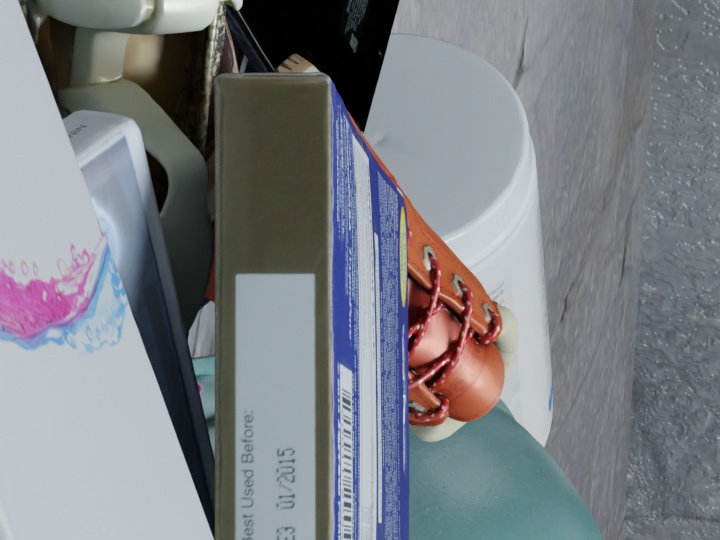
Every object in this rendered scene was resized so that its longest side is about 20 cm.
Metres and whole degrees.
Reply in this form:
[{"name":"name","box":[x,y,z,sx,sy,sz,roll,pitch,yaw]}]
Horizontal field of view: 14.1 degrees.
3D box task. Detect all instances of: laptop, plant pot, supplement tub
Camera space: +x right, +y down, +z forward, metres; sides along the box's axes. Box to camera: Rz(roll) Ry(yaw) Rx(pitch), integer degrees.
[{"name":"laptop","box":[-0.046,-0.113,1.111,0.200,0.115,0.188,58,36,-43]},{"name":"plant pot","box":[0.034,0.161,1.206,0.200,0.134,0.201,-33,144,-28]},{"name":"supplement tub","box":[0.017,0.008,1.284,0.200,0.131,0.132,82,18,-49]}]

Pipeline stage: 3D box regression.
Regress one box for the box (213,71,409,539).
[{"name":"box","box":[-0.010,0.028,0.725,0.200,0.032,0.122,43,46,-81]}]

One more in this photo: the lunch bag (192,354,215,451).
[{"name":"lunch bag","box":[-0.063,0.148,0.997,0.171,0.121,0.201,72,21,-64]}]

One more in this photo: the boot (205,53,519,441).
[{"name":"boot","box":[0.000,0.000,0.882,0.075,0.107,0.200,-51,168,0]}]

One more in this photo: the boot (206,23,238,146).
[{"name":"boot","box":[-0.074,-0.075,0.848,0.166,0.072,0.201,-114,-171,-69]}]

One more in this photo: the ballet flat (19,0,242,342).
[{"name":"ballet flat","box":[-0.057,-0.040,0.696,0.075,0.068,0.201,28,-61,58]}]

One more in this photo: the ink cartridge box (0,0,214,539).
[{"name":"ink cartridge box","box":[-0.113,0.028,0.463,0.085,0.144,0.201,-32,101,-75]}]

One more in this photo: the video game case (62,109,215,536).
[{"name":"video game case","box":[-0.088,0.094,0.627,0.182,0.023,0.201,-41,129,-44]}]
